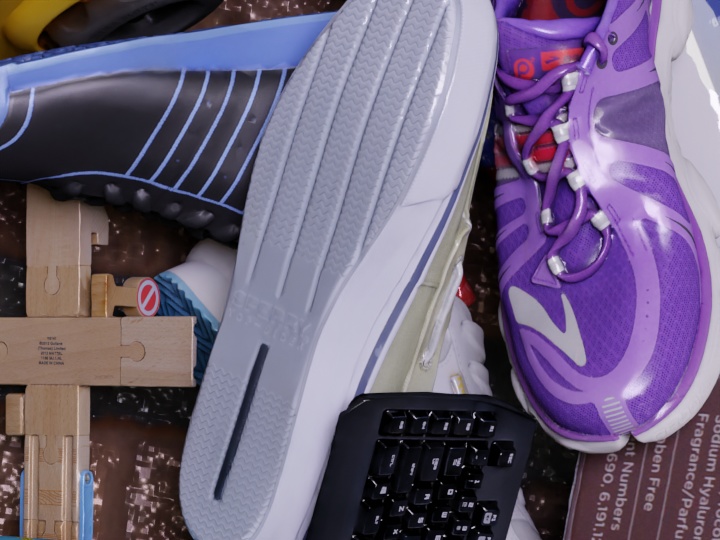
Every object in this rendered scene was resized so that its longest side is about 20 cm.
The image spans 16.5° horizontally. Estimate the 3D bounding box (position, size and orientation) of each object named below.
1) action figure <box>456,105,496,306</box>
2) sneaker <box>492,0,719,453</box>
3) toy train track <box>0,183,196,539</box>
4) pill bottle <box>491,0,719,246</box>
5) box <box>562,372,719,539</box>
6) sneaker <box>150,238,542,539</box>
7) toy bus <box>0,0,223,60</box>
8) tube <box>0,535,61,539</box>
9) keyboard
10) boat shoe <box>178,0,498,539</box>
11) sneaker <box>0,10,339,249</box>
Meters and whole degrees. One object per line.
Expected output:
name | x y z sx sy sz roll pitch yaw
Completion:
action figure | 0.003 -0.091 0.908 0.065 0.099 0.201 -25 107 -20
sneaker | 0.064 -0.041 0.791 0.080 0.083 0.201 -14 69 23
toy train track | -0.097 0.071 0.849 0.114 0.033 0.201 -1 87 30
pill bottle | 0.120 -0.054 0.896 0.111 0.111 0.201 -17 83 -16
box | 0.180 0.135 0.796 0.200 0.166 0.165 3 72 33
sneaker | 0.019 0.056 0.868 0.081 0.077 0.200 -41 92 -21
toy bus | -0.150 -0.128 0.808 0.192 0.200 0.136 -23 82 -9
tube | -0.055 0.111 0.792 0.200 0.077 0.051 7 100 -42
keyboard | 0.021 0.135 0.792 0.104 0.040 0.201 0 113 -35
boat shoe | 0.000 0.000 0.787 0.062 0.072 0.200 9 107 -46
sneaker | -0.056 -0.040 0.815 0.199 0.070 0.078 -10 96 -15
